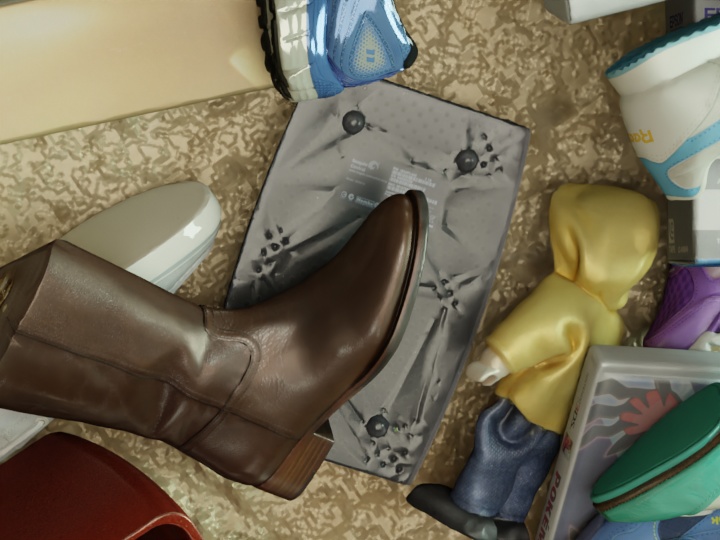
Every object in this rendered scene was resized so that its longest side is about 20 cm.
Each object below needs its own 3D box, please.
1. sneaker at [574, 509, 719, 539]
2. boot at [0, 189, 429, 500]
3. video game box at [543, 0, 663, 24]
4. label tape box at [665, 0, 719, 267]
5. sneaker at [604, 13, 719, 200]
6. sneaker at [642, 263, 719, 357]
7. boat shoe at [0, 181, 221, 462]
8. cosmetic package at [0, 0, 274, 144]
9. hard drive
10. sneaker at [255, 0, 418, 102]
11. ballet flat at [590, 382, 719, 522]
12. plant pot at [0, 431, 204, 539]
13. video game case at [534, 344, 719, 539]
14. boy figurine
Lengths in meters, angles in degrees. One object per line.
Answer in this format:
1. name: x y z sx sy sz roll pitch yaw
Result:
1. sneaker: 0.195 0.145 1.525 0.199 0.082 0.074 -25 125 1
2. boot: -0.084 0.012 1.467 0.199 0.064 0.187 22 104 -21
3. video game box: 0.164 -0.237 1.426 0.181 0.047 0.201 -16 109 -12
4. label tape box: 0.231 -0.102 1.501 0.142 0.066 0.202 0 92 -6
5. sneaker: 0.223 -0.100 1.437 0.199 0.077 0.081 -21 96 1
6. sneaker: 0.193 -0.045 1.568 0.088 0.080 0.201 28 87 -8
7. boat shoe: -0.146 0.035 1.521 0.200 0.072 0.069 -41 122 -7
8. cosmetic package: -0.123 -0.115 1.481 0.199 0.105 0.072 -12 99 -7
9. hard drive: 0.000 0.000 1.552 0.134 0.042 0.201 17 96 -12
10. sneaker: -0.010 -0.185 1.412 0.088 0.079 0.202 -6 93 -10
11. ballet flat: 0.205 0.076 1.481 0.070 0.067 0.200 41 111 -10
12. plant pot: -0.151 0.198 1.472 0.199 0.176 0.200 -33 122 -3
13. video game case: 0.194 0.127 1.576 0.199 0.023 0.183 4 118 -18
14. boy figurine: 0.094 0.047 1.548 0.064 0.124 0.201 26 97 31
